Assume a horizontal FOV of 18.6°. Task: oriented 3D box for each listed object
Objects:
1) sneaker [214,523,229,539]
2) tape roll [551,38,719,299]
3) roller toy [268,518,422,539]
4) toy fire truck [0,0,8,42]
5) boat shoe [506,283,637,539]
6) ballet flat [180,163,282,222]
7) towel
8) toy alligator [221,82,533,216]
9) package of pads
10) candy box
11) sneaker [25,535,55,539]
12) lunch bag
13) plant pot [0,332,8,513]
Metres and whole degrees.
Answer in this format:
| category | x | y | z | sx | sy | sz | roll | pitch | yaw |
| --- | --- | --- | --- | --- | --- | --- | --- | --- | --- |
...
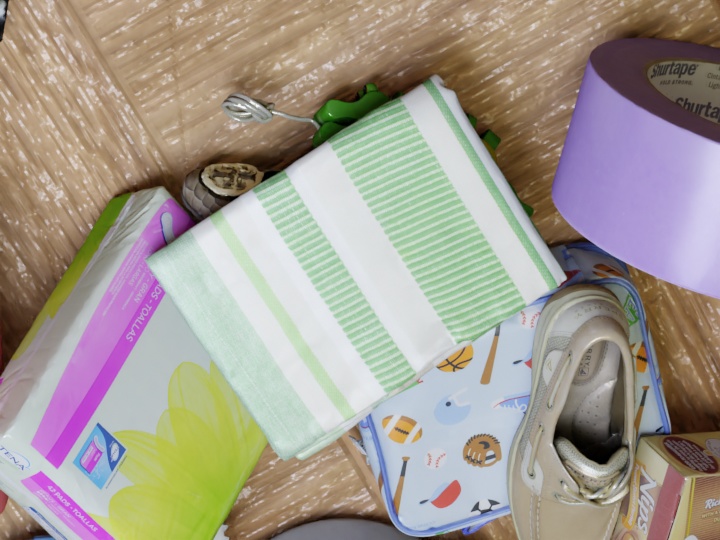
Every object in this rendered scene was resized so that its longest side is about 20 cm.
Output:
| category | x | y | z | sx | sy | sz | roll | pitch | yaw |
| --- | --- | --- | --- | --- | --- | --- | --- | --- | --- |
| sneaker | -0.140 | 0.211 | 1.353 | 0.099 | 0.069 | 0.202 | 8 | 78 | -22 |
| tape roll | 0.214 | -0.057 | 1.250 | 0.198 | 0.200 | 0.086 | 11 | 113 | -11 |
| roller toy | -0.009 | 0.268 | 1.402 | 0.181 | 0.140 | 0.201 | 13 | 112 | -11 |
| toy fire truck | -0.210 | -0.176 | 1.149 | 0.127 | 0.200 | 0.177 | 10 | 112 | -10 |
| boat shoe | 0.131 | 0.110 | 1.312 | 0.071 | 0.065 | 0.202 | -1 | 118 | -9 |
| ballet flat | -0.007 | -0.032 | 1.299 | 0.198 | 0.068 | 0.047 | 16 | 129 | -5 |
| towel | 0.000 | 0.000 | 1.265 | 0.199 | 0.023 | 0.153 | -33 | 105 | 0 |
| toy alligator | 0.016 | -0.084 | 1.300 | 0.199 | 0.059 | 0.055 | 21 | 68 | -13 |
| package of pads | -0.122 | 0.073 | 1.276 | 0.068 | 0.201 | 0.155 | -15 | 127 | 46 |
| candy box | 0.256 | 0.161 | 1.395 | 0.198 | 0.055 | 0.116 | -1 | 116 | -29 |
| sneaker | -0.164 | 0.249 | 1.407 | 0.070 | 0.083 | 0.200 | -29 | 113 | 11 |
| lunch bag | 0.088 | 0.078 | 1.366 | 0.198 | 0.076 | 0.161 | -16 | 117 | 0 |
| plant pot | -0.289 | 0.073 | 1.267 | 0.199 | 0.201 | 0.179 | -11 | 123 | -1 |
